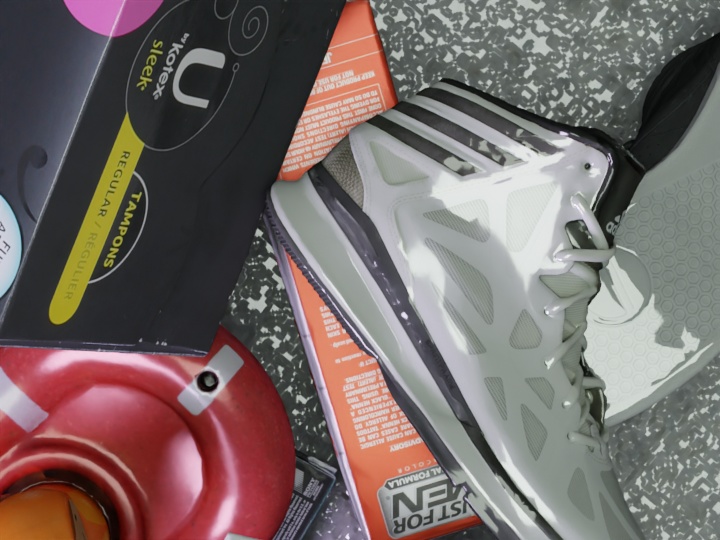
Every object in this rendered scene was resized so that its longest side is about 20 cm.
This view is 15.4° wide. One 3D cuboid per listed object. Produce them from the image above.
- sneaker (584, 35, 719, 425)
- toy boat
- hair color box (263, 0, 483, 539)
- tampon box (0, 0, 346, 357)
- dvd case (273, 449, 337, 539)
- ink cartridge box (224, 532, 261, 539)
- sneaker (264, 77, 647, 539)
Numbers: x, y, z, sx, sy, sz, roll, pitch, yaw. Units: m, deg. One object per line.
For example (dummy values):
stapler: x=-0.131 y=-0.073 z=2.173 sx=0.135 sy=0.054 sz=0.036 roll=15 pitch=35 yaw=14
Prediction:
sneaker: x=0.118 y=-0.016 z=1.022 sx=0.071 sy=0.099 sz=0.200 roll=37 pitch=80 yaw=-3
toy boat: x=-0.114 y=0.100 z=0.989 sx=0.130 sy=0.131 sz=0.200 roll=44 pitch=90 yaw=-5
hair color box: x=0.000 y=0.000 z=1.025 sx=0.061 sy=0.102 sz=0.201 roll=-16 pitch=95 yaw=-3
tampon box: x=-0.135 y=-0.077 z=0.945 sx=0.200 sy=0.126 sz=0.150 roll=26 pitch=100 yaw=30
dvd case: x=-0.130 y=0.094 z=1.064 sx=0.200 sy=0.022 sz=0.146 roll=29 pitch=92 yaw=-5
ink cartridge box: x=-0.003 y=0.162 z=0.891 sx=0.199 sy=0.067 sz=0.116 roll=13 pitch=67 yaw=-5
sneaker: x=0.067 y=0.020 z=0.920 sx=0.115 sy=0.076 sz=0.201 roll=-37 pitch=85 yaw=7
